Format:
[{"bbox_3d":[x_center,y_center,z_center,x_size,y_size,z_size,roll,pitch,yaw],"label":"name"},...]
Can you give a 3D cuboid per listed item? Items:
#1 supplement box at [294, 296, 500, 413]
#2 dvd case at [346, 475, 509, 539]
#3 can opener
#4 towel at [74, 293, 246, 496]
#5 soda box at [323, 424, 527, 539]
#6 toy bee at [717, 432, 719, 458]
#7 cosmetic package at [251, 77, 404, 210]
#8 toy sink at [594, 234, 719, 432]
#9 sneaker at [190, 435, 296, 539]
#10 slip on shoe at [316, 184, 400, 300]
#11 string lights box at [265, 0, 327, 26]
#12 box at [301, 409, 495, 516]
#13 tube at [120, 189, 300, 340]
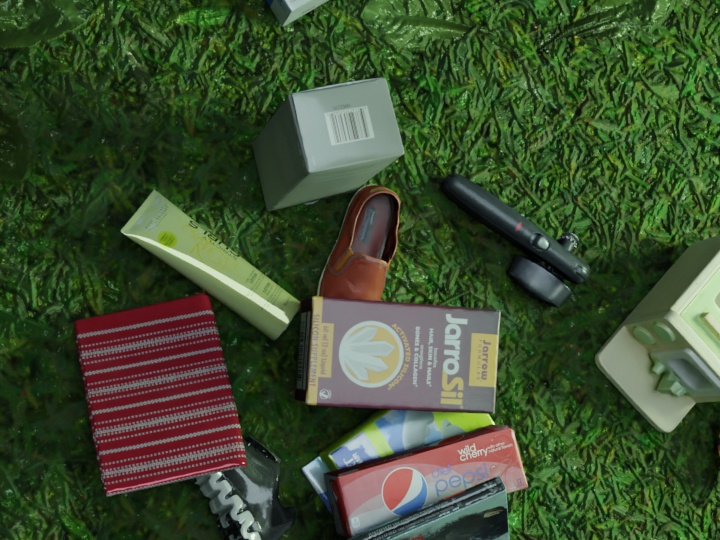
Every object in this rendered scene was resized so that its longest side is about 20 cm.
[{"bbox_3d":[0.037,0.088,1.298,0.199,0.086,0.111,4,86,-11],"label":"supplement box"},{"bbox_3d":[0.059,0.288,1.288,0.199,0.146,0.022,-20,54,-7],"label":"dvd case"},{"bbox_3d":[0.174,-0.044,1.412,0.200,0.063,0.079,40,75,-8],"label":"can opener"},{"bbox_3d":[-0.203,0.121,1.261,0.144,0.023,0.201,-12,62,-10],"label":"towel"},{"bbox_3d":[0.068,0.219,1.300,0.199,0.063,0.070,-14,88,-16],"label":"soda box"},{"bbox_3d":[0.483,0.147,1.458,0.200,0.131,0.109,-36,50,-1],"label":"toy bee"},{"bbox_3d":[-0.039,-0.127,1.295,0.106,0.200,0.091,-13,88,-19],"label":"cosmetic package"},{"bbox_3d":[0.390,0.073,1.432,0.130,0.112,0.200,47,74,-5],"label":"toy sink"},{"bbox_3d":[-0.131,0.199,1.299,0.090,0.066,0.201,-24,81,-33],"label":"sneaker"},{"bbox_3d":[0.000,0.000,1.360,0.074,0.061,0.201,18,80,-14],"label":"slip on shoe"},{"bbox_3d":[-0.095,-0.385,1.384,0.103,0.059,0.200,-34,92,-16],"label":"string lights box"},{"bbox_3d":[0.051,0.204,1.356,0.200,0.048,0.122,-34,92,-18],"label":"box"},{"bbox_3d":[-0.155,-0.004,1.322,0.200,0.058,0.052,37,92,-6],"label":"tube"}]
